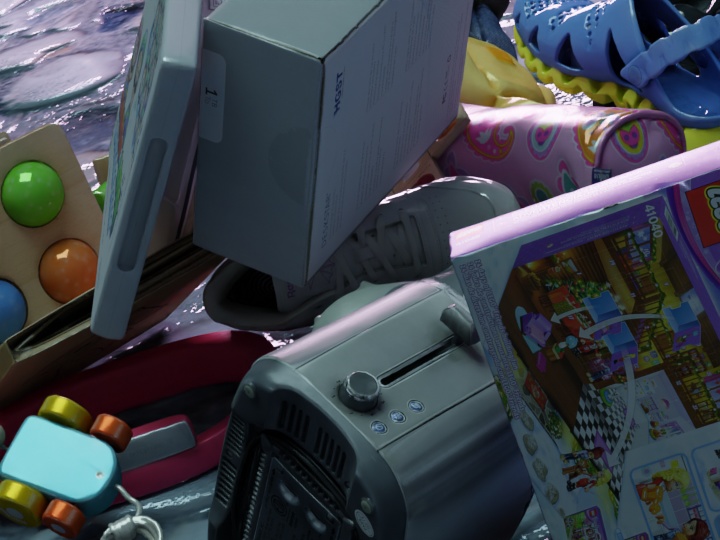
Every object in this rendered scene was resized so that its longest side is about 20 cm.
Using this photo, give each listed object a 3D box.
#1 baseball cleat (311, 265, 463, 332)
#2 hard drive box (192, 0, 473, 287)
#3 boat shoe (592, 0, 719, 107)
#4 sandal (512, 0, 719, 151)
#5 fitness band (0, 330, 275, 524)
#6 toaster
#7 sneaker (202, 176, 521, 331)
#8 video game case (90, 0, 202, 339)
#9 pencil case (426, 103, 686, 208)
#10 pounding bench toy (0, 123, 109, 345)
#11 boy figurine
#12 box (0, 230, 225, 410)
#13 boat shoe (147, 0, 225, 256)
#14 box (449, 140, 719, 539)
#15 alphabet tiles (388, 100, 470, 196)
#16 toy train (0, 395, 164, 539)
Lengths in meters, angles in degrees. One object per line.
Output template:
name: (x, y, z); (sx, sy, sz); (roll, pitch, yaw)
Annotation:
baseball cleat: (0.071, 0.031, 1.538); (0.199, 0.070, 0.106); (-24, 47, -26)
hard drive box: (-0.011, -0.114, 1.570); (0.076, 0.157, 0.200); (21, 40, 18)
boat shoe: (0.206, -0.163, 1.855); (0.074, 0.066, 0.199); (1, 30, 41)
sandal: (0.174, -0.143, 1.737); (0.079, 0.088, 0.200); (-24, 40, -34)
fitness band: (-0.138, 0.091, 1.616); (0.199, 0.038, 0.144); (-17, 19, 9)
toaster: (0.010, 0.099, 1.290); (0.129, 0.201, 0.114); (-30, 60, -33)
sneaker: (0.000, 0.000, 1.618); (0.199, 0.075, 0.100); (-17, 1, 19)
video game case: (-0.118, -0.092, 1.549); (0.024, 0.183, 0.201); (12, 34, -9)
pencil case: (0.108, -0.060, 1.680); (0.087, 0.088, 0.199); (-35, 26, -32)
pounding bench toy: (-0.208, -0.028, 1.796); (0.199, 0.125, 0.156); (-29, 10, -20)
boy figurine: (0.086, -0.129, 1.827); (0.064, 0.124, 0.200); (-48, 34, 19)
box: (-0.163, 0.035, 1.666); (0.163, 0.021, 0.200); (-31, -3, -23)
boat shoe: (-0.088, -0.082, 1.635); (0.062, 0.201, 0.072); (9, 41, -12)
box: (0.134, 0.056, 1.206); (0.136, 0.201, 0.039); (-18, 18, 6)
alphabet tiles: (-0.005, -0.067, 1.745); (0.167, 0.006, 0.200); (-48, 34, 15)
toy train: (-0.207, 0.150, 1.497); (0.199, 0.056, 0.151); (-15, 60, -4)
